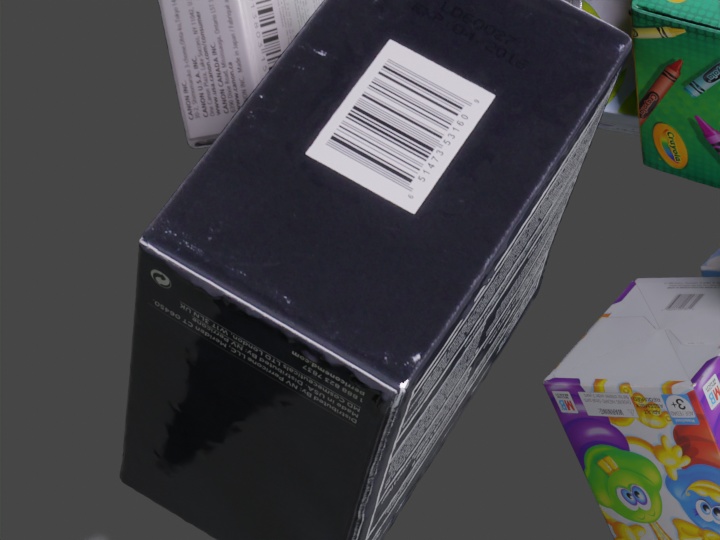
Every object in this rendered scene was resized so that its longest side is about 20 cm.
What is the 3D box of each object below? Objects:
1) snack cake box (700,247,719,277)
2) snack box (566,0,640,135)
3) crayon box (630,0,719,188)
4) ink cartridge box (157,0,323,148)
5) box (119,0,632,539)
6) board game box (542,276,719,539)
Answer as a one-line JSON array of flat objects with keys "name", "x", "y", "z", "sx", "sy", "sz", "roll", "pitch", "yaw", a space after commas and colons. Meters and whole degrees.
[{"name": "snack cake box", "x": 0.299, "y": 0.000, "z": 1.307, "sx": 0.200, "sy": 0.067, "sz": 0.115, "roll": -39, "pitch": 117, "yaw": -39}, {"name": "snack box", "x": 0.168, "y": -0.146, "z": 1.187, "sx": 0.199, "sy": 0.053, "sz": 0.143, "roll": 5, "pitch": 87, "yaw": -45}, {"name": "crayon box", "x": 0.207, "y": -0.156, "z": 1.117, "sx": 0.200, "sy": 0.058, "sz": 0.119, "roll": -58, "pitch": 152, "yaw": -29}, {"name": "ink cartridge box", "x": -0.046, "y": -0.169, "z": 0.979, "sx": 0.174, "sy": 0.043, "sz": 0.201, "roll": -34, "pitch": 114, "yaw": -68}, {"name": "box", "x": 0.000, "y": 0.000, "z": 0.900, "sx": 0.200, "sy": 0.123, "sz": 0.199, "roll": -55, "pitch": 168, "yaw": -32}, {"name": "board game box", "x": 0.200, "y": 0.115, "z": 1.177, "sx": 0.103, "sy": 0.105, "sz": 0.201, "roll": -44, "pitch": 118, "yaw": -36}]
